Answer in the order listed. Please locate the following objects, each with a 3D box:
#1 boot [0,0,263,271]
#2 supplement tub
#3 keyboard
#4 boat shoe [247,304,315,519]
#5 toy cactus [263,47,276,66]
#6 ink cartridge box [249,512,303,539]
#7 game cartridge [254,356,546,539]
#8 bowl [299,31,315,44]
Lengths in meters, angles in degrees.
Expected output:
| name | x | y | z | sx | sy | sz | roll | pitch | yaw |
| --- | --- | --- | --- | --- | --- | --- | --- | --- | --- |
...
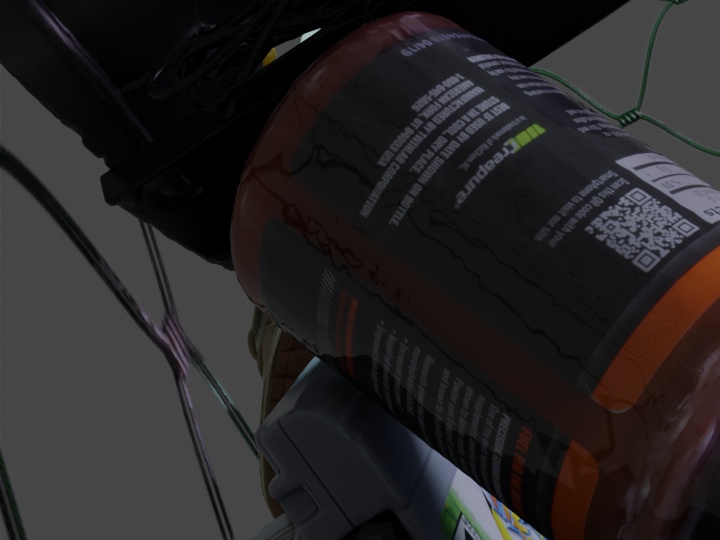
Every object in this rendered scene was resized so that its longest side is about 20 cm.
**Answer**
| name | x | y | z | sx | sy | sz | roll | pitch | yaw |
| --- | --- | --- | --- | --- | --- | --- | --- | --- | --- |
| boot | -0.027 | -0.097 | 0.651 | 0.077 | 0.168 | 0.200 | 50 | 1 | 28 |
| supplement tub | 0.063 | 0.017 | 0.538 | 0.200 | 0.107 | 0.107 | 37 | -7 | 30 |
| keyboard | 0.006 | -0.079 | 0.604 | 0.040 | 0.199 | 0.104 | 63 | 12 | 26 |
| boat shoe | 0.000 | 0.000 | 0.733 | 0.063 | 0.073 | 0.202 | -172 | -85 | -69 |
| toy cactus | -0.090 | -0.157 | 0.757 | 0.200 | 0.102 | 0.165 | 50 | 7 | -34 |
| ink cartridge box | 0.030 | 0.183 | 0.552 | 0.200 | 0.057 | 0.163 | 44 | 17 | -17 |
| game cartridge | 0.045 | 0.110 | 0.612 | 0.201 | 0.040 | 0.133 | 54 | 10 | -4 |
| bowl | 0.013 | -0.075 | 1.124 | 0.201 | 0.090 | 0.203 | -24 | 90 | -81 |
